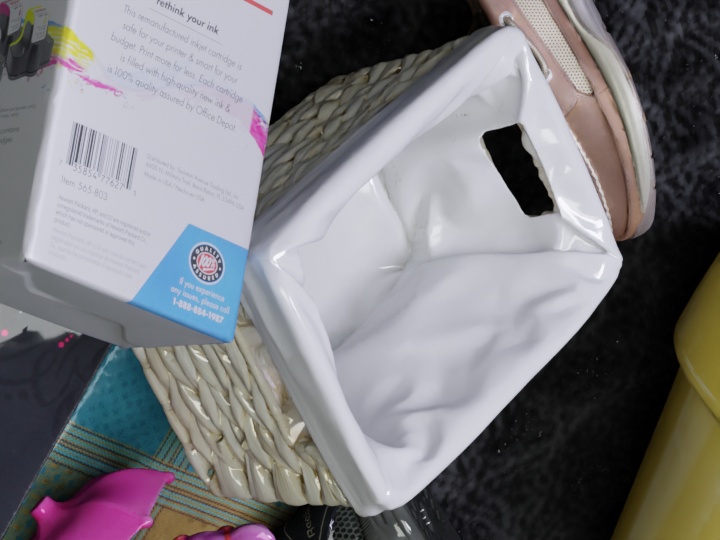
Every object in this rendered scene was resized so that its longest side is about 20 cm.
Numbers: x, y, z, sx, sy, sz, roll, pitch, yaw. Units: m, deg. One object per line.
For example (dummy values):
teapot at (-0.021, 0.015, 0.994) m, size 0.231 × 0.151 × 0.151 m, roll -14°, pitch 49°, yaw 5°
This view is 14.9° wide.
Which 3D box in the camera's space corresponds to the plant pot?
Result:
plant pot at (0.215, 0.106, 1.305) m, size 0.200 × 0.201 × 0.189 m, roll 24°, pitch 112°, yaw -18°

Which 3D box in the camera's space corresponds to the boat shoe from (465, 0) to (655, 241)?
boat shoe at (0.078, -0.103, 1.280) m, size 0.071 × 0.076 × 0.201 m, roll -23°, pitch 98°, yaw -4°

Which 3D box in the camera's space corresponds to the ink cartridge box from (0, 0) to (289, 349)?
ink cartridge box at (-0.095, -0.081, 1.092) m, size 0.115 × 0.068 × 0.201 m, roll 24°, pitch 69°, yaw -45°

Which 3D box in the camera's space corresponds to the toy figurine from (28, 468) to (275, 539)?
toy figurine at (-0.080, 0.176, 1.226) m, size 0.199 × 0.150 × 0.185 m, roll -6°, pitch 111°, yaw 0°

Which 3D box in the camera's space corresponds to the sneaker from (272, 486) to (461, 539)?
sneaker at (0.014, 0.185, 1.331) m, size 0.114 × 0.076 × 0.200 m, roll -24°, pitch 125°, yaw 15°

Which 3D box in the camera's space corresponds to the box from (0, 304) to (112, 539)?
box at (-0.209, 0.067, 1.226) m, size 0.122 × 0.106 × 0.201 m, roll 27°, pitch 95°, yaw -19°

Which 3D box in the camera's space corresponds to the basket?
basket at (0.000, 0.000, 1.211) m, size 0.200 × 0.123 × 0.136 m, roll -43°, pitch 116°, yaw -40°

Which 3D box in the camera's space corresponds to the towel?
towel at (-0.101, 0.115, 1.289) m, size 0.146 × 0.022 × 0.201 m, roll 29°, pitch 96°, yaw -37°
